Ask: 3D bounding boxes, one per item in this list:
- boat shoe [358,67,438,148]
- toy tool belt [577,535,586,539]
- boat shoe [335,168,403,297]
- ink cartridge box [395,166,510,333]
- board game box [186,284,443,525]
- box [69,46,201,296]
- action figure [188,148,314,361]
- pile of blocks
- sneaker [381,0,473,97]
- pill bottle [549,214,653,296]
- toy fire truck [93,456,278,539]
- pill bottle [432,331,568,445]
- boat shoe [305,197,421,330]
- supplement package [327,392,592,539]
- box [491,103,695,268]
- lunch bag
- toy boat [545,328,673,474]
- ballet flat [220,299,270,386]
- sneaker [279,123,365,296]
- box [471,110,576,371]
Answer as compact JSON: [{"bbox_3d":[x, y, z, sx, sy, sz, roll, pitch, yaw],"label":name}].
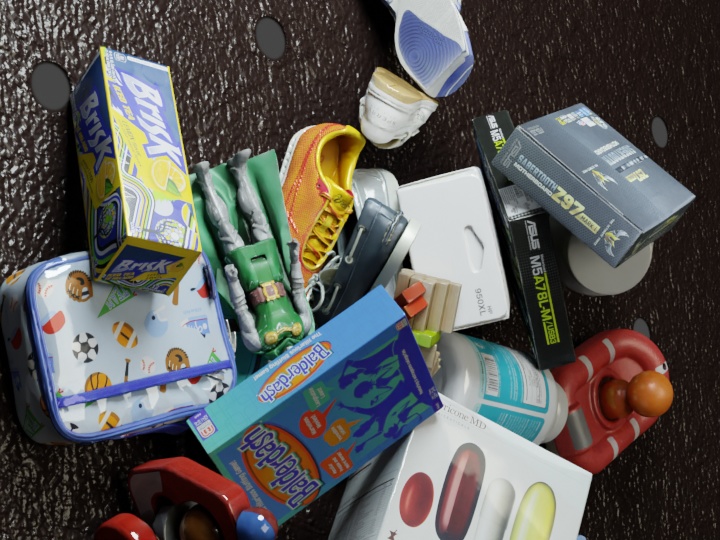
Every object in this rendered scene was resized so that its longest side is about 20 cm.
[{"bbox_3d":[0.028,-0.157,1.547,0.070,0.070,0.200,-62,173,10],"label":"boat shoe"},{"bbox_3d":[0.170,0.318,1.583,0.199,0.122,0.126,-9,88,-48],"label":"toy tool belt"},{"bbox_3d":[0.000,-0.001,1.519,0.071,0.070,0.203,2,80,-29],"label":"boat shoe"},{"bbox_3d":[0.094,-0.023,1.534,0.200,0.083,0.146,-29,106,-84],"label":"ink cartridge box"},{"bbox_3d":[-0.034,0.123,1.332,0.199,0.045,0.153,-35,142,-7],"label":"board game box"},{"bbox_3d":[-0.185,-0.083,1.264,0.070,0.064,0.202,13,47,-33],"label":"box"},{"bbox_3d":[-0.089,-0.001,1.343,0.117,0.055,0.202,-19,84,-20],"label":"action figure"},{"bbox_3d":[0.020,0.089,1.426,0.082,0.201,0.062,38,15,8],"label":"pile of blocks"},{"bbox_3d":[0.074,-0.266,1.608,0.115,0.080,0.201,18,39,-53],"label":"sneaker"},{"bbox_3d":[0.252,-0.038,1.684,0.200,0.118,0.121,-102,170,-79],"label":"pill bottle"},{"bbox_3d":[-0.113,0.246,1.255,0.112,0.167,0.202,-24,99,-47],"label":"toy fire truck"},{"bbox_3d":[0.126,0.129,1.586,0.199,0.110,0.112,18,69,-44],"label":"pill bottle"},{"bbox_3d":[-0.015,0.016,1.413,0.062,0.201,0.075,33,42,-1],"label":"boat shoe"},{"bbox_3d":[0.082,0.254,1.439,0.190,0.147,0.202,27,59,-13],"label":"supplement package"},{"bbox_3d":[0.232,-0.088,1.523,0.158,0.051,0.200,42,27,13],"label":"box"},{"bbox_3d":[-0.191,0.061,1.273,0.199,0.075,0.162,-10,85,-43],"label":"lunch bag"},{"bbox_3d":[0.294,0.142,1.751,0.199,0.130,0.132,-30,104,-46],"label":"toy boat"},{"bbox_3d":[-0.102,0.057,1.390,0.070,0.067,0.202,29,62,-57],"label":"ballet flat"},{"bbox_3d":[-0.048,-0.048,1.457,0.073,0.077,0.202,24,73,-43],"label":"sneaker"},{"bbox_3d":[0.167,-0.033,1.600,0.201,0.047,0.195,-102,174,-55],"label":"box"}]
